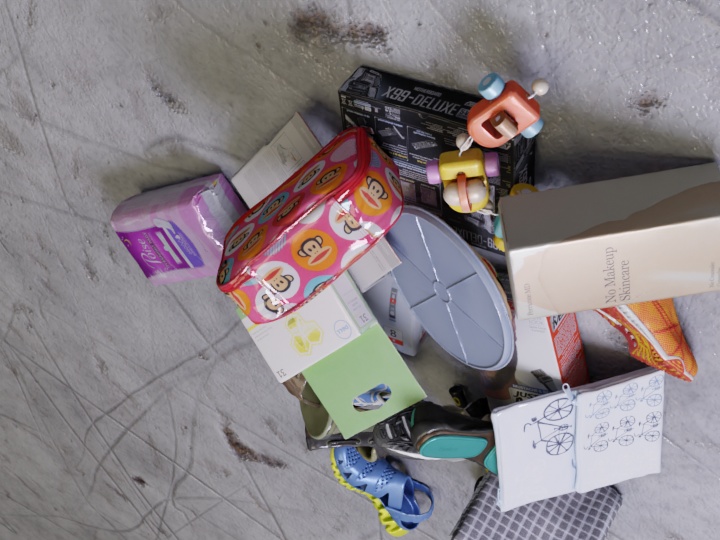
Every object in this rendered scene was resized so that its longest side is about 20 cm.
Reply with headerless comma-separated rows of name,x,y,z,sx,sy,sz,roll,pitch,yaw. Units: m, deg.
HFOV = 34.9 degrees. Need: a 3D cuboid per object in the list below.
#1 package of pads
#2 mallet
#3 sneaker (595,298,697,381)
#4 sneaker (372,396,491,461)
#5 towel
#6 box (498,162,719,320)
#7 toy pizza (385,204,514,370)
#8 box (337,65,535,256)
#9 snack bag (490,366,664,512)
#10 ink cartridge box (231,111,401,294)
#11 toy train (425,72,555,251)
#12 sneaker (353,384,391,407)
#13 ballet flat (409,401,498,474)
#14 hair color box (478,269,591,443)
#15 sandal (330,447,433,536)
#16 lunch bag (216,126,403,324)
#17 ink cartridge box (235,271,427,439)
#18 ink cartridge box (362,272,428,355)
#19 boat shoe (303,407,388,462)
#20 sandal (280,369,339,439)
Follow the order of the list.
package of pads,-0.223,-0.051,1.473,0.199,0.076,0.121,-8,121,45
mallet,0.150,0.232,1.495,0.066,0.041,0.201,-6,120,47
sneaker,0.293,0.045,1.144,0.073,0.077,0.200,22,161,50
sneaker,0.096,0.202,1.378,0.079,0.199,0.074,-49,51,40
towel,0.210,0.310,1.384,0.165,0.200,0.086,32,142,7
box,0.230,-0.025,1.034,0.199,0.078,0.095,-10,131,7
toy pizza,0.096,0.015,1.201,0.200,0.032,0.201,45,155,27
box,0.079,-0.110,1.173,0.199,0.050,0.158,19,140,25
snack bag,0.242,0.192,1.280,0.199,0.021,0.189,-13,133,-3
ink cartridge box,-0.042,-0.065,1.289,0.200,0.045,0.176,56,141,1
toy train,0.147,-0.082,1.065,0.150,0.056,0.200,-28,125,30
sneaker,0.014,0.145,1.442,0.077,0.076,0.200,34,168,10
ballet flat,0.140,0.187,1.308,0.199,0.069,0.068,21,125,-33
hair color box,0.189,0.096,1.289,0.110,0.064,0.201,10,134,35
sandal,0.037,0.298,1.631,0.087,0.080,0.200,-17,126,44
lunch bag,-0.049,-0.051,1.144,0.200,0.176,0.082,-38,111,17
ink cartridge box,-0.036,0.092,1.297,0.145,0.048,0.201,-32,88,38
ink cartridge box,0.000,0.000,1.359,0.162,0.050,0.201,19,143,24
boat shoe,0.013,0.214,1.482,0.200,0.066,0.072,12,169,-30
sandal,-0.078,0.109,1.393,0.080,0.057,0.202,-26,78,53
